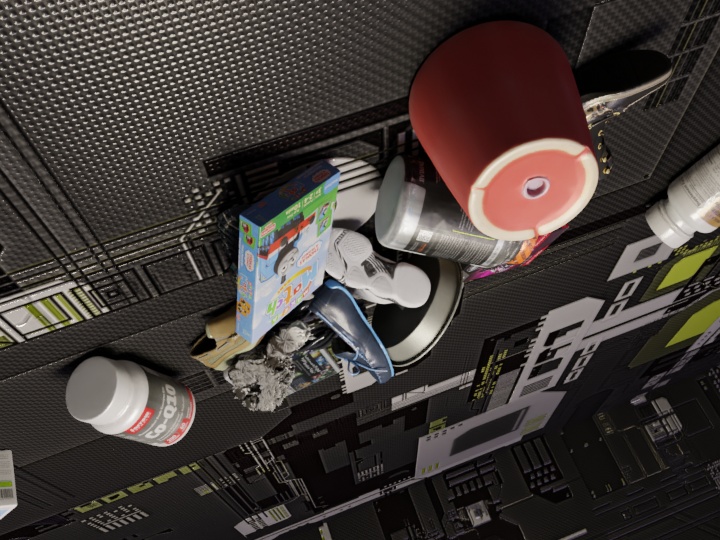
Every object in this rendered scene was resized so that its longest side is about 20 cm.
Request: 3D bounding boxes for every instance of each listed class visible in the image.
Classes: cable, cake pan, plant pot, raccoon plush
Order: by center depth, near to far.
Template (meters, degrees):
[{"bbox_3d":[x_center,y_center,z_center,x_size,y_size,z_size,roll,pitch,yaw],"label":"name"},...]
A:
[{"bbox_3d":[0.167,-0.145,0.778,0.198,0.179,0.202,-7,138,-6],"label":"plant pot"},{"bbox_3d":[0.083,0.053,1.109,0.037,0.202,0.200,30,127,-23],"label":"cake pan"},{"bbox_3d":[-0.120,0.147,1.125,0.199,0.097,0.134,-36,-179,23],"label":"raccoon plush"},{"bbox_3d":[-0.086,0.088,1.132,0.197,0.051,0.163,-9,158,7],"label":"cable"}]

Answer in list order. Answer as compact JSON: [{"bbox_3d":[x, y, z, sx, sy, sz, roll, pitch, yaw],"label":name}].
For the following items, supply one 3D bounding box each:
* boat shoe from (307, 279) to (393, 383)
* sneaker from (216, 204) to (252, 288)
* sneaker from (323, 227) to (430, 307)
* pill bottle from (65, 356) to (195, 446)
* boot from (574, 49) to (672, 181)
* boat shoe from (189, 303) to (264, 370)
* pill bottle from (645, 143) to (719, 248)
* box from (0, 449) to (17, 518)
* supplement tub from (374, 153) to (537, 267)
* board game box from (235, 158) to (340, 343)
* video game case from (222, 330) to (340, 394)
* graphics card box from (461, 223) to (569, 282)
[{"bbox_3d":[-0.020,0.103,1.058,0.069,0.084,0.201,-40,116,-15],"label":"boat shoe"},{"bbox_3d":[-0.134,-0.032,0.929,0.086,0.078,0.201,-34,158,-21],"label":"sneaker"},{"bbox_3d":[0.000,0.000,1.047,0.198,0.076,0.115,25,168,-19],"label":"sneaker"},{"bbox_3d":[-0.361,0.209,1.106,0.113,0.115,0.200,-28,152,9],"label":"pill bottle"},{"bbox_3d":[0.318,-0.195,0.935,0.198,0.074,0.151,-25,140,12],"label":"boot"},{"bbox_3d":[-0.205,0.094,1.083,0.075,0.072,0.200,17,133,-31],"label":"boat shoe"},{"bbox_3d":[0.621,-0.134,1.250,0.113,0.115,0.200,4,142,-41],"label":"pill bottle"},{"bbox_3d":[-0.697,0.400,1.198,0.199,0.102,0.112,-38,149,26],"label":"box"},{"bbox_3d":[0.127,-0.074,0.919,0.197,0.124,0.123,12,142,-14],"label":"supplement tub"},{"bbox_3d":[-0.094,-0.022,0.881,0.151,0.036,0.201,-42,155,-40],"label":"board game box"},{"bbox_3d":[-0.146,0.192,1.340,0.180,0.024,0.200,-24,151,2],"label":"video game case"},{"bbox_3d":[0.237,-0.043,1.159,0.198,0.051,0.126,-12,156,-33],"label":"graphics card box"}]
